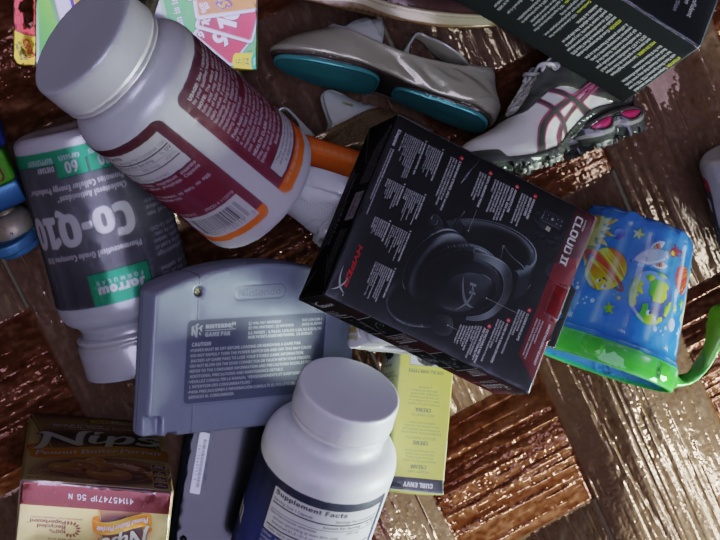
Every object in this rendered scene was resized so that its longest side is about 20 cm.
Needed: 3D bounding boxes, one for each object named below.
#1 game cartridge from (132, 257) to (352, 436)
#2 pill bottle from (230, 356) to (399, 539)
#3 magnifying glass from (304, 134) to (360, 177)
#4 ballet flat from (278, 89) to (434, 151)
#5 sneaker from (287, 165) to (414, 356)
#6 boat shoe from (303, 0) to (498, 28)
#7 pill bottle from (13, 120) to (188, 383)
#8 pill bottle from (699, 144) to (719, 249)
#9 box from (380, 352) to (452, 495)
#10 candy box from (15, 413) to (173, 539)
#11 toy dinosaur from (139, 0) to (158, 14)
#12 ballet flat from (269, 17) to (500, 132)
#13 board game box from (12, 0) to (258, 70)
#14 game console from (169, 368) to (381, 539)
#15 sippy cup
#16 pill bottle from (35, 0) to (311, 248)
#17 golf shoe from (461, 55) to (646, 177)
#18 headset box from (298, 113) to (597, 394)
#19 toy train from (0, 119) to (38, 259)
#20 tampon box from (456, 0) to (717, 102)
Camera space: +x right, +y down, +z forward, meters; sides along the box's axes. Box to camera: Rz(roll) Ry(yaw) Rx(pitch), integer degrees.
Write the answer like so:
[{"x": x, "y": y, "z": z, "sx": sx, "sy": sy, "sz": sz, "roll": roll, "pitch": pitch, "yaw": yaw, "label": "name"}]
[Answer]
[{"x": -0.091, "y": 0.058, "z": 1.428, "sx": 0.198, "sy": 0.041, "sz": 0.135, "roll": -2, "pitch": 97, "yaw": -38, "label": "game cartridge"}, {"x": -0.034, "y": 0.173, "z": 1.424, "sx": 0.110, "sy": 0.111, "sz": 0.202, "roll": 12, "pitch": 121, "yaw": -10, "label": "pill bottle"}, {"x": 0.027, "y": -0.077, "z": 1.456, "sx": 0.199, "sy": 0.022, "sz": 0.080, "roll": 13, "pitch": 125, "yaw": -37, "label": "magnifying glass"}, {"x": -0.041, "y": -0.105, "z": 1.473, "sx": 0.198, "sy": 0.068, "sz": 0.073, "roll": -21, "pitch": 82, "yaw": -1, "label": "ballet flat"}, {"x": 0.000, "y": 0.000, "z": 1.408, "sx": 0.198, "sy": 0.074, "sz": 0.117, "roll": 25, "pitch": 78, "yaw": -5, "label": "sneaker"}, {"x": 0.023, "y": -0.242, "z": 1.452, "sx": 0.198, "sy": 0.072, "sz": 0.073, "roll": 11, "pitch": 98, "yaw": -4, "label": "boat shoe"}, {"x": -0.199, "y": -0.020, "z": 1.428, "sx": 0.112, "sy": 0.113, "sz": 0.202, "roll": -15, "pitch": 101, "yaw": -6, "label": "pill bottle"}, {"x": 0.363, "y": -0.014, "z": 1.518, "sx": 0.110, "sy": 0.111, "sz": 0.202, "roll": -17, "pitch": 101, "yaw": -6, "label": "pill bottle"}, {"x": 0.046, "y": 0.083, "z": 1.479, "sx": 0.050, "sy": 0.075, "sz": 0.203, "roll": 6, "pitch": 81, "yaw": -11, "label": "box"}, {"x": -0.210, "y": 0.166, "z": 1.411, "sx": 0.114, "sy": 0.200, "sz": 0.056, "roll": 6, "pitch": 99, "yaw": -10, "label": "candy box"}, {"x": -0.149, "y": -0.262, "z": 1.409, "sx": 0.087, "sy": 0.048, "sz": 0.202, "roll": 2, "pitch": 64, "yaw": -16, "label": "toy dinosaur"}, {"x": 0.024, "y": -0.171, "z": 1.471, "sx": 0.198, "sy": 0.069, "sz": 0.070, "roll": 18, "pitch": 96, "yaw": -13, "label": "ballet flat"}, {"x": -0.182, "y": -0.212, "z": 1.446, "sx": 0.197, "sy": 0.030, "sz": 0.097, "roll": 0, "pitch": 98, "yaw": -6, "label": "board game box"}, {"x": -0.067, "y": 0.172, "z": 1.525, "sx": 0.175, "sy": 0.031, "sz": 0.202, "roll": 9, "pitch": 97, "yaw": -7, "label": "game console"}, {"x": 0.217, "y": 0.020, "z": 1.498, "sx": 0.177, "sy": 0.139, "sz": 0.132, "roll": 24, "pitch": 83, "yaw": -50, "label": "sippy cup"}, {"x": -0.139, "y": -0.115, "z": 1.334, "sx": 0.114, "sy": 0.114, "sz": 0.200, "roll": -49, "pitch": 126, "yaw": 1, "label": "pill bottle"}, {"x": 0.144, "y": -0.125, "z": 1.466, "sx": 0.199, "sy": 0.077, "sz": 0.089, "roll": -22, "pitch": 92, "yaw": -37, "label": "golf shoe"}, {"x": 0.075, "y": -0.005, "z": 1.360, "sx": 0.198, "sy": 0.077, "sz": 0.150, "roll": 25, "pitch": 80, "yaw": -15, "label": "headset box"}, {"x": -0.359, "y": -0.038, "z": 1.423, "sx": 0.198, "sy": 0.085, "sz": 0.117, "roll": -25, "pitch": 115, "yaw": -4, "label": "toy train"}, {"x": 0.181, "y": -0.261, "z": 1.419, "sx": 0.199, "sy": 0.126, "sz": 0.151, "roll": 30, "pitch": 66, "yaw": -12, "label": "tampon box"}]
